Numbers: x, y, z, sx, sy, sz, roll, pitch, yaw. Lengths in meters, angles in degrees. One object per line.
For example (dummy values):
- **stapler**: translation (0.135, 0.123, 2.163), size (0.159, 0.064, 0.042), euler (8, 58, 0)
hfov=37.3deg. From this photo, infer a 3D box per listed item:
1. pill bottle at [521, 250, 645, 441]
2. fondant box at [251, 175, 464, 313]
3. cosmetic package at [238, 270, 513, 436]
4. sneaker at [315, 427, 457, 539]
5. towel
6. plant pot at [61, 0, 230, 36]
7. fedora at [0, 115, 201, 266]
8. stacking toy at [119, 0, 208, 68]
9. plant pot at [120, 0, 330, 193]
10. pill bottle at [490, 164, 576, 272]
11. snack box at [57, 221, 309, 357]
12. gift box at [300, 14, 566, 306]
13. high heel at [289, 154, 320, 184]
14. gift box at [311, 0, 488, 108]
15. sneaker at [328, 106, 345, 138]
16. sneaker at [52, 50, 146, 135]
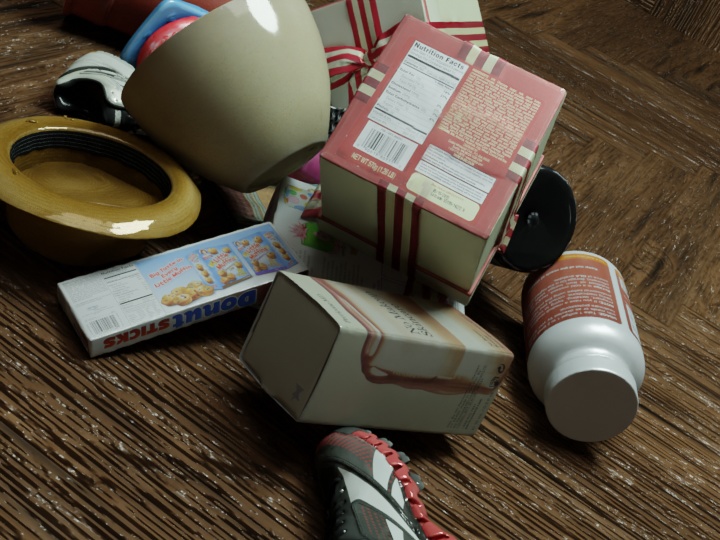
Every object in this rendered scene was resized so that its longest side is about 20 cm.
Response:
- **pill bottle**: translation (0.218, 0.074, 1.054), size (0.112, 0.112, 0.200), euler (22, 30, -7)
- **fondant box**: translation (0.000, 0.000, 1.040), size (0.200, 0.058, 0.144), euler (20, 37, -13)
- **cosmetic package**: translation (0.016, 0.071, 0.880), size (0.200, 0.087, 0.103), euler (11, 20, -42)
- **sneaker**: translation (0.004, 0.184, 0.755), size (0.098, 0.071, 0.200), euler (-5, 35, -28)
- **towel**: translation (-0.067, -0.079, 1.165), size (0.200, 0.022, 0.147), euler (4, 36, -33)
- **plant pot**: translation (-0.233, -0.357, 1.320), size (0.195, 0.201, 0.201), euler (28, 29, -13)
- **fedora**: translation (-0.244, -0.061, 0.937), size (0.200, 0.082, 0.201), euler (17, 31, -10)
- **stacking toy**: translation (-0.174, -0.199, 1.205), size (0.116, 0.110, 0.200), euler (8, 41, -55)
- **plant pot**: translation (-0.105, -0.154, 1.011), size (0.135, 0.200, 0.200), euler (58, 35, 4)
- **pill bottle**: translation (0.129, -0.068, 1.150), size (0.112, 0.112, 0.200), euler (7, 7, -30)
- **snack box**: translation (-0.146, 0.012, 0.898), size (0.200, 0.024, 0.072), euler (-18, 48, -28)
- **gift box**: translation (0.054, -0.083, 0.958), size (0.184, 0.187, 0.200), euler (32, 74, 10)
- **high heel**: translation (-0.084, -0.187, 1.200), size (0.096, 0.067, 0.200), euler (30, 44, -49)
- **gift box**: translation (0.062, -0.259, 1.346), size (0.187, 0.184, 0.200), euler (-19, 92, -57)
- **sneaker**: translation (-0.054, -0.170, 1.291), size (0.200, 0.070, 0.093), euler (25, -8, 27)
- **sneaker**: translation (-0.232, -0.163, 1.128), size (0.200, 0.076, 0.088), euler (20, 35, 12)
